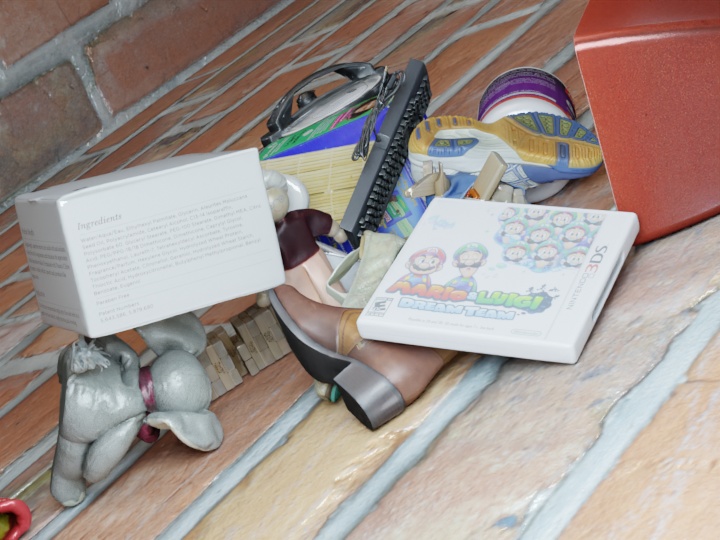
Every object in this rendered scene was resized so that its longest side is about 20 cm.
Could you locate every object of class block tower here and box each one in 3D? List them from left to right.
[{"bbox_3d":[-0.131,0.083,1.716,0.199,0.054,0.058,-31,17,-8],"label":"block tower"}]

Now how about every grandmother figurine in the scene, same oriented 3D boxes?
[{"bbox_3d":[-0.058,-0.013,1.612,0.060,0.201,0.121,-9,26,50],"label":"grandmother figurine"}]

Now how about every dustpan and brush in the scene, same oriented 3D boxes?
[{"bbox_3d":[0.000,0.000,1.697,0.199,0.058,0.139,22,3,31],"label":"dustpan and brush"}]

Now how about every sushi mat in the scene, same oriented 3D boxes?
[{"bbox_3d":[-0.064,-0.079,1.736,0.198,0.097,0.012,-8,-16,29],"label":"sushi mat"}]

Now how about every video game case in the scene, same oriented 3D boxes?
[{"bbox_3d":[0.120,0.004,1.411,0.198,0.024,0.183,5,41,27],"label":"video game case"}]

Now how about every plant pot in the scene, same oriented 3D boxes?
[{"bbox_3d":[0.311,-0.165,1.474,0.174,0.202,0.200,-11,22,20],"label":"plant pot"}]

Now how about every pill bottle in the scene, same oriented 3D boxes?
[{"bbox_3d":[0.181,-0.155,1.789,0.112,0.113,0.200,-25,17,15],"label":"pill bottle"}]

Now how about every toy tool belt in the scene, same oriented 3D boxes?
[{"bbox_3d":[0.104,-0.061,1.595,0.123,0.125,0.200,-4,10,-17],"label":"toy tool belt"}]

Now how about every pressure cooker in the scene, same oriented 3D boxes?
[{"bbox_3d":[-0.016,-0.138,1.919,0.177,0.202,0.176,-21,14,27],"label":"pressure cooker"}]

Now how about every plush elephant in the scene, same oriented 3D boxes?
[{"bbox_3d":[-0.214,0.123,1.597,0.153,0.166,0.200,5,-30,-15],"label":"plush elephant"}]

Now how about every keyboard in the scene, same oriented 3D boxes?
[{"bbox_3d":[0.026,-0.122,1.633,0.020,0.127,0.202,13,69,23],"label":"keyboard"}]

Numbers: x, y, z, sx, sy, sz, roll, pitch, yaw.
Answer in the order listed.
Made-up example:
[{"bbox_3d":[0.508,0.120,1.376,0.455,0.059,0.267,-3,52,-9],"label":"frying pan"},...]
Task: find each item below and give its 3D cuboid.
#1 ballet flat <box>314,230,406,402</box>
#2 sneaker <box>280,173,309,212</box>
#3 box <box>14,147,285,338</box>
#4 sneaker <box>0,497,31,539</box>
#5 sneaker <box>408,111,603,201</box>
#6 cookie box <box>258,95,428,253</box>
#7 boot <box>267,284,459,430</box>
[{"bbox_3d":[-0.013,0.042,1.554,0.062,0.068,0.201,22,52,11],"label":"ballet flat"},{"bbox_3d":[-0.125,-0.061,1.708,0.199,0.076,0.088,-21,12,34],"label":"sneaker"},{"bbox_3d":[-0.202,-0.030,1.542,0.198,0.132,0.199,-16,9,-22],"label":"box"},{"bbox_3d":[-0.384,0.274,1.548,0.084,0.078,0.200,-13,23,31],"label":"sneaker"},{"bbox_3d":[0.149,-0.108,1.675,0.197,0.089,0.076,4,42,7],"label":"sneaker"},{"bbox_3d":[-0.001,-0.084,1.789,0.198,0.172,0.075,-20,15,29],"label":"cookie box"},{"bbox_3d":[0.034,0.025,1.462,0.199,0.069,0.188,-37,43,-15],"label":"boot"}]
